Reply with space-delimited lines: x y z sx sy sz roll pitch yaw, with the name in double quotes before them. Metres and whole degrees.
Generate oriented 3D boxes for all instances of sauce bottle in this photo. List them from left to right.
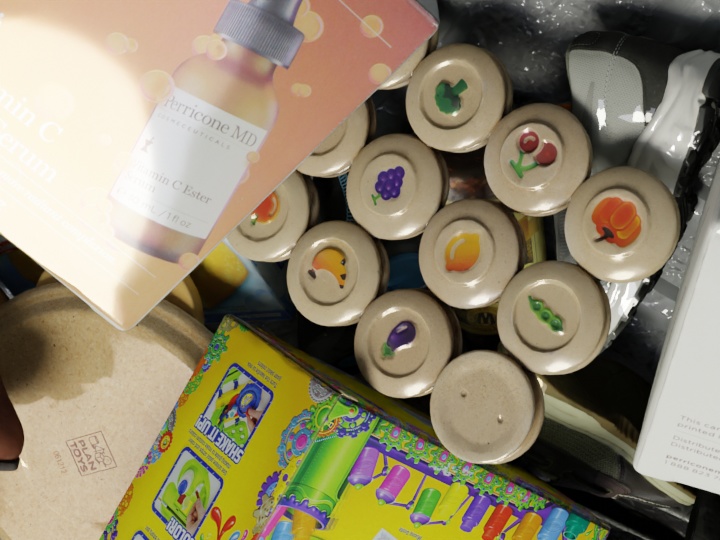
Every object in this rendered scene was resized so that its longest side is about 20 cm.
"sauce bottle" 0.068 -0.004 0.818 0.066 0.066 0.200 9 143 22

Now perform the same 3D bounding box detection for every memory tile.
"memory tile" 0.033 -0.024 0.703 0.200 0.153 0.017 42 -167 25

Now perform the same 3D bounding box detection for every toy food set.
"toy food set" -0.144 0.093 0.875 0.198 0.049 0.200 -34 97 22

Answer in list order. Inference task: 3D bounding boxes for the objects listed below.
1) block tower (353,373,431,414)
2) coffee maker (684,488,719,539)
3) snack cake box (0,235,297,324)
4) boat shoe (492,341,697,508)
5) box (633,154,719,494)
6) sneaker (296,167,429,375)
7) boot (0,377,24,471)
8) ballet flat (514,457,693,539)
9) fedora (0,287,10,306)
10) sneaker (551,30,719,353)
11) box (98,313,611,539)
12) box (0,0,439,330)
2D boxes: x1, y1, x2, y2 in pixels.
"block tower" 0.049 0.104 0.982 0.200 0.054 0.058 42 143 -22
"coffee maker" 0.269 0.172 0.814 0.200 0.192 0.135 15 172 18
"snack cake box" -0.133 -0.028 0.908 0.200 0.067 0.115 -4 137 35
"boat shoe" 0.122 0.088 0.862 0.066 0.072 0.201 -31 140 24
"box" 0.242 0.019 0.680 0.199 0.131 0.200 17 145 12
"sneaker" 0.000 0.000 0.830 0.073 0.082 0.200 -15 160 -16
"boot" -0.195 -0.017 0.821 0.068 0.200 0.188 19 -161 -45
"ballet flat" 0.177 0.156 0.968 0.200 0.057 0.066 27 147 -3
"fedora" -0.267 0.026 0.981 0.201 0.082 0.201 47 170 11
"sneaker" 0.119 -0.037 0.747 0.079 0.074 0.200 26 141 16
"box" -0.015 0.159 0.792 0.200 0.193 0.122 30 179 -36
"box" -0.089 -0.104 0.669 0.152 0.106 0.200 39 111 -20
